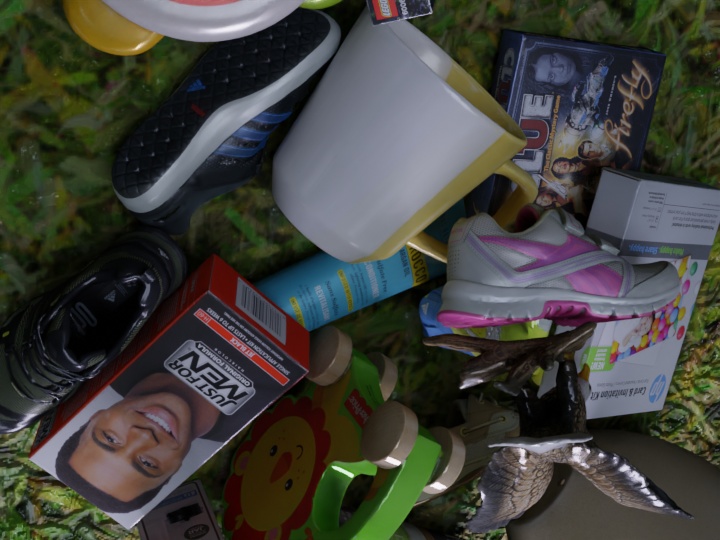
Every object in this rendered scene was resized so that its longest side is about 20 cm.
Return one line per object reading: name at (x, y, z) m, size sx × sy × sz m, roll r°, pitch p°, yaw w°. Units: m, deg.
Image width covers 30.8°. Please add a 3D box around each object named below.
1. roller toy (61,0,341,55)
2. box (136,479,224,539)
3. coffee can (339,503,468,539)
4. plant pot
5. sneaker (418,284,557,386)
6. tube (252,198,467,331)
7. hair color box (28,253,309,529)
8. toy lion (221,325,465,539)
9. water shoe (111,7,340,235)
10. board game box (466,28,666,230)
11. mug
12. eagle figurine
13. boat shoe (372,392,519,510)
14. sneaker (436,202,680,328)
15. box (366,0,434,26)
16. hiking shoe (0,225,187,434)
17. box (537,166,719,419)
roller toy at (-0.100, -0.240, 0.818) m, size 0.199 × 0.140 × 0.183 m, roll -12°, pitch 109°, yaw -1°
box at (-0.120, 0.264, 1.004) m, size 0.060 × 0.200 × 0.117 m, roll -16°, pitch 117°, yaw -14°
coffee can at (0.015, 0.279, 1.091) m, size 0.200 × 0.146 × 0.147 m, roll 21°, pitch 103°, yaw -26°
plant pot at (0.202, 0.213, 1.117) m, size 0.134 × 0.200 × 0.200 m, roll 38°, pitch 95°, yaw -16°
sneaker at (0.118, 0.045, 1.082) m, size 0.200 × 0.105 × 0.076 m, roll 25°, pitch 84°, yaw -56°
tube at (0.000, 0.000, 1.031) m, size 0.200 × 0.050 × 0.078 m, roll -25°, pitch 128°, yaw -16°
hair color box at (-0.141, 0.092, 0.969) m, size 0.101 × 0.061 × 0.200 m, roll 40°, pitch 111°, yaw -21°
toy lion at (-0.032, 0.155, 0.990) m, size 0.069 × 0.200 × 0.192 m, roll 30°, pitch 98°, yaw -31°
water shoe at (-0.092, -0.110, 0.947) m, size 0.200 × 0.072 × 0.079 m, roll -40°, pitch 147°, yaw -3°
board game box at (0.160, -0.085, 1.049) m, size 0.135 × 0.035 × 0.201 m, roll 2°, pitch 108°, yaw -24°
mug at (0.029, -0.075, 0.945) m, size 0.187 × 0.149 × 0.153 m, roll 42°, pitch 104°, yaw 0°
eagle figurine at (0.149, 0.130, 0.960) m, size 0.151 × 0.152 × 0.200 m, roll -29°, pitch 119°, yaw -21°
boat shoe at (0.096, 0.139, 1.103) m, size 0.200 × 0.074 × 0.067 m, roll -22°, pitch 80°, yaw -28°
sneaker at (0.148, -0.005, 0.946) m, size 0.200 × 0.081 × 0.088 m, roll 1°, pitch 83°, yaw -28°
box at (0.019, -0.250, 0.806) m, size 0.038 × 0.200 × 0.137 m, roll -9°, pitch 117°, yaw 12°
hiking shoe at (-0.213, 0.048, 0.919) m, size 0.200 × 0.101 × 0.076 m, roll -44°, pitch 95°, yaw 12°
box at (0.225, 0.021, 1.077) m, size 0.156 × 0.041 × 0.201 m, roll 2°, pitch 107°, yaw -49°
